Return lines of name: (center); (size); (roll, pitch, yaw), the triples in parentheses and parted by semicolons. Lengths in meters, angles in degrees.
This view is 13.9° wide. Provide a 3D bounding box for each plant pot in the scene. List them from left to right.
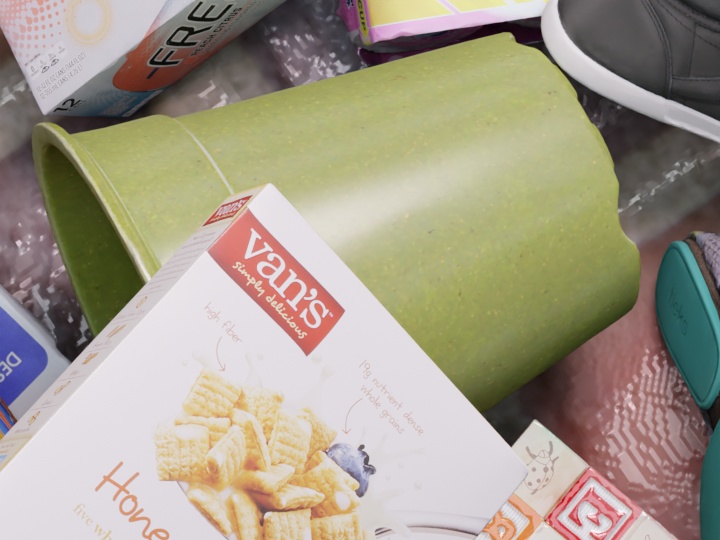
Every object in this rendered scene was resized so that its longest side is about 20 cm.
plant pot: (0.000, 0.000, 1.144); (0.190, 0.200, 0.200); (-24, 85, -13)

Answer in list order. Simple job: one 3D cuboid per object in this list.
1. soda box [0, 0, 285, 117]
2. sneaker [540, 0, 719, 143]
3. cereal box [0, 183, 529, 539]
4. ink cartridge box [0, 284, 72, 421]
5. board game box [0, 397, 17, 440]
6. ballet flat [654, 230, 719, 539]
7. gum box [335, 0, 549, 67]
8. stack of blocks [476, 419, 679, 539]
soda box: (-0.054, -0.138, 1.160); (0.200, 0.064, 0.068); (-35, 75, 27)
sneaker: (0.179, -0.092, 1.132); (0.200, 0.099, 0.071); (16, 48, -19)
cereal box: (-0.052, 0.088, 0.998); (0.144, 0.040, 0.200); (47, 66, -14)
ink cartridge box: (-0.231, 0.060, 1.198); (0.198, 0.047, 0.200); (-45, 100, -3)
board game box: (-0.176, 0.166, 1.091); (0.200, 0.200, 0.200); (-34, 98, -5)
ballet flat: (0.160, 0.055, 1.134); (0.072, 0.200, 0.072); (-2, 127, -2)
gum box: (0.083, -0.156, 1.198); (0.199, 0.066, 0.114); (-9, 84, 1)
stack of blocks: (0.048, 0.172, 1.177); (0.115, 0.059, 0.200); (41, 87, 4)
